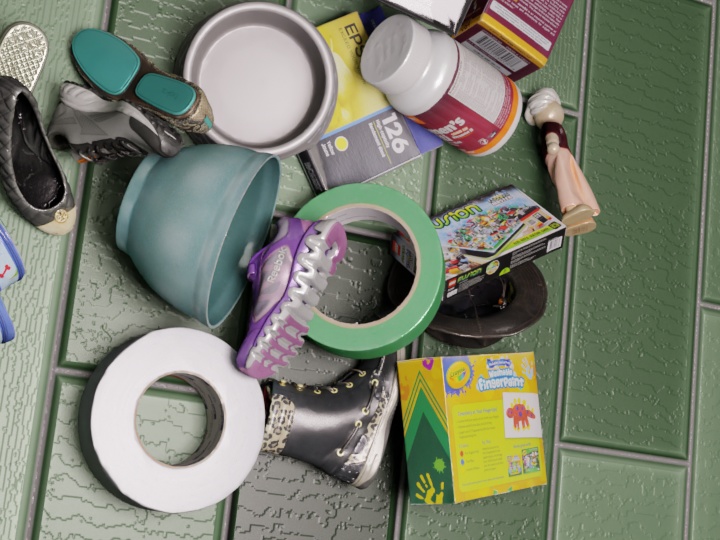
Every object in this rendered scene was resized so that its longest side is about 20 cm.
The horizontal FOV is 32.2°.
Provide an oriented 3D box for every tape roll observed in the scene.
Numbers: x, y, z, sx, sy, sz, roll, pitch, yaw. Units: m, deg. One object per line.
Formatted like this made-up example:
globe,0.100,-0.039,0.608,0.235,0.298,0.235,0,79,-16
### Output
tape roll,-0.208,0.166,1.384,0.198,0.066,0.203,4,81,-25
tape roll,0.000,0.000,1.459,0.198,0.048,0.203,-2,74,8

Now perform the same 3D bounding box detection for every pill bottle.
pill bottle,0.099,-0.227,1.531,0.199,0.109,0.111,25,72,-39

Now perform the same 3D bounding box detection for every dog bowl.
dog bowl,-0.120,-0.219,1.451,0.197,0.059,0.203,0,90,-8

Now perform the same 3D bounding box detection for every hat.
hat,0.130,0.045,1.546,0.198,0.082,0.202,3,40,-3

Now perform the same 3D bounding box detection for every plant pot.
plant pot,-0.186,-0.054,1.372,0.133,0.201,0.202,21,72,7

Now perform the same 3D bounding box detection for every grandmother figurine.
grandmother figurine,0.261,-0.147,1.630,0.060,0.122,0.202,-12,67,0

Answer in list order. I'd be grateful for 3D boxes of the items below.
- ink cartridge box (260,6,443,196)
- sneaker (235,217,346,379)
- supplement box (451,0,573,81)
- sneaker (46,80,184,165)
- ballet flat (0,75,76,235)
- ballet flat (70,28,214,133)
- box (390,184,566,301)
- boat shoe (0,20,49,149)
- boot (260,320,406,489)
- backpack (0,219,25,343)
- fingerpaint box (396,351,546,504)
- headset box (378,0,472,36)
ink cartridge box,-0.006,-0.212,1.545,0.199,0.047,0.199,-27,94,-23
sneaker,-0.094,0.023,1.406,0.088,0.081,0.202,21,75,22
supplement box,0.217,-0.368,1.648,0.110,0.085,0.202,31,71,-18
sneaker,-0.265,-0.144,1.345,0.074,0.199,0.080,34,78,-49
ballet flat,-0.349,-0.114,1.321,0.066,0.057,0.201,-40,134,-26
ballet flat,-0.243,-0.204,1.403,0.199,0.075,0.068,31,79,24
box,0.147,-0.038,1.555,0.199,0.110,0.035,-23,137,-29
boat shoe,-0.398,-0.174,1.347,0.074,0.062,0.202,26,87,-24
boot,-0.035,0.139,1.467,0.152,0.073,0.206,19,74,-19
backpack,-0.421,-0.003,1.243,0.146,0.183,0.202,-32,102,-24
fingerpaint box,0.136,0.185,1.502,0.199,0.073,0.169,1,82,-50
headset box,0.046,-0.359,1.511,0.147,0.200,0.076,22,103,-16
